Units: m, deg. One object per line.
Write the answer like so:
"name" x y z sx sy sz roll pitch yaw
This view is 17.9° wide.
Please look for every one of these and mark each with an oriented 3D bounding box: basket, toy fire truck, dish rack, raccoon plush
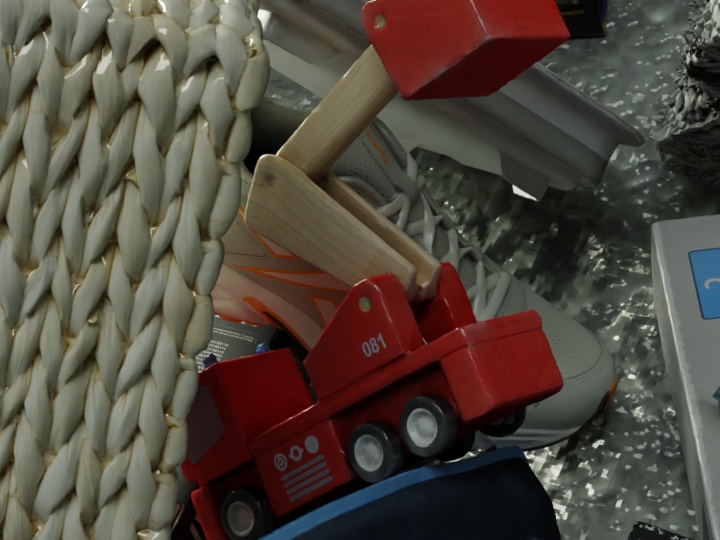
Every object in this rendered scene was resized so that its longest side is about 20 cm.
"basket" -0.125 -0.023 0.701 0.159 0.200 0.200 10 19 -9
"toy fire truck" 0.000 0.000 0.778 0.199 0.049 0.142 -30 77 38
"dish rack" -0.004 -0.084 0.874 0.171 0.199 0.044 20 84 54
"raccoon plush" 0.168 -0.114 0.859 0.096 0.200 0.135 7 74 1

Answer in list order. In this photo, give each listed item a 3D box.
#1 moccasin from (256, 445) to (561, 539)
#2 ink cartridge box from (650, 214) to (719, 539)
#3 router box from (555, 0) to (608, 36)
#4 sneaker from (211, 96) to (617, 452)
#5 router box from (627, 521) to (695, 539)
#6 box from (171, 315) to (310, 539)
"moccasin" 0.013 0.105 0.739 0.080 0.199 0.069 -34 77 39
"ink cartridge box" 0.197 0.049 0.771 0.175 0.045 0.201 -6 38 3
"router box" -0.002 -0.164 0.965 0.198 0.158 0.053 -3 51 13
"sneaker" 0.008 -0.007 0.842 0.199 0.092 0.076 25 38 3
"router box" 0.113 0.190 0.714 0.148 0.051 0.201 16 57 27
"box" -0.138 0.065 0.895 0.199 0.044 0.161 12 56 24
